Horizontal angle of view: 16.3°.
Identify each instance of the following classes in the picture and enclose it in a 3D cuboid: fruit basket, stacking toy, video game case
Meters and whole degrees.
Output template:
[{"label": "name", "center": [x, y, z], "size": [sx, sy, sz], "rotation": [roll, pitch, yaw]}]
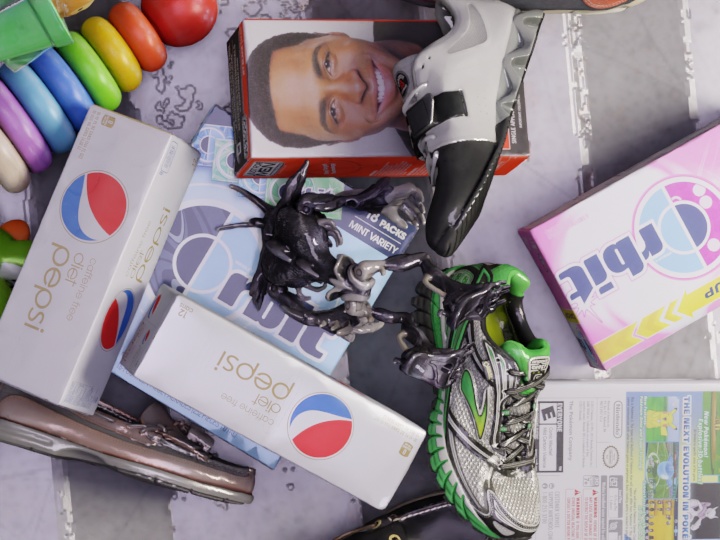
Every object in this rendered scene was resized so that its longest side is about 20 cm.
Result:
[{"label": "fruit basket", "center": [-0.183, -0.211, 1.693], "size": [0.200, 0.185, 0.094], "rotation": [-23, 107, -5]}, {"label": "stacking toy", "center": [-0.187, -0.143, 1.747], "size": [0.200, 0.085, 0.085], "rotation": [-37, 94, -7]}, {"label": "video game case", "center": [0.198, 0.178, 1.805], "size": [0.182, 0.022, 0.200], "rotation": [0, 93, -7]}]

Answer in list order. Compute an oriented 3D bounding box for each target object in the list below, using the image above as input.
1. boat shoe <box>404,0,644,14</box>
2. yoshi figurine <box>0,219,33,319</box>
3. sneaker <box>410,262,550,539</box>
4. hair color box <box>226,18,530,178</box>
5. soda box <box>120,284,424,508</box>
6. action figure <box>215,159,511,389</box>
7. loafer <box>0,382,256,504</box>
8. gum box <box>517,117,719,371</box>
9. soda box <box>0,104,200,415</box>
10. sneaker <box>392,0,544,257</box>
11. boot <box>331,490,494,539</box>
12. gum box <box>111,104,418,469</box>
[{"label": "boat shoe", "center": [0.104, -0.208, 1.754], "size": [0.200, 0.063, 0.071], "rotation": [1, 68, 22]}, {"label": "yoshi figurine", "center": [-0.315, 0.008, 1.732], "size": [0.200, 0.112, 0.112], "rotation": [7, 107, -7]}, {"label": "sneaker", "center": [0.093, 0.090, 1.743], "size": [0.078, 0.085, 0.200], "rotation": [-3, 79, -48]}, {"label": "hair color box", "center": [0.012, -0.119, 1.742], "size": [0.200, 0.061, 0.102], "rotation": [-2, 80, -14]}, {"label": "soda box", "center": [-0.060, 0.087, 1.711], "size": [0.200, 0.068, 0.064], "rotation": [29, 89, -14]}, {"label": "action figure", "center": [0.000, 0.000, 1.710], "size": [0.200, 0.102, 0.119], "rotation": [33, 111, 26]}, {"label": "loafer", "center": [-0.165, 0.112, 1.761], "size": [0.200, 0.072, 0.063], "rotation": [15, 84, -2]}, {"label": "gum box", "center": [0.228, -0.027, 1.783], "size": [0.200, 0.066, 0.114], "rotation": [-29, 93, -3]}, {"label": "soda box", "center": [-0.184, -0.007, 1.715], "size": [0.068, 0.064, 0.200], "rotation": [21, 86, 18]}, {"label": "sneaker", "center": [0.057, -0.100, 1.681], "size": [0.088, 0.074, 0.200], "rotation": [18, 59, -1]}, {"label": "boot", "center": [0.003, 0.212, 1.727], "size": [0.200, 0.151, 0.073], "rotation": [-21, 88, 3]}, {"label": "gum box", "center": [-0.083, 0.011, 1.773], "size": [0.170, 0.045, 0.200], "rotation": [31, 90, -6]}]
